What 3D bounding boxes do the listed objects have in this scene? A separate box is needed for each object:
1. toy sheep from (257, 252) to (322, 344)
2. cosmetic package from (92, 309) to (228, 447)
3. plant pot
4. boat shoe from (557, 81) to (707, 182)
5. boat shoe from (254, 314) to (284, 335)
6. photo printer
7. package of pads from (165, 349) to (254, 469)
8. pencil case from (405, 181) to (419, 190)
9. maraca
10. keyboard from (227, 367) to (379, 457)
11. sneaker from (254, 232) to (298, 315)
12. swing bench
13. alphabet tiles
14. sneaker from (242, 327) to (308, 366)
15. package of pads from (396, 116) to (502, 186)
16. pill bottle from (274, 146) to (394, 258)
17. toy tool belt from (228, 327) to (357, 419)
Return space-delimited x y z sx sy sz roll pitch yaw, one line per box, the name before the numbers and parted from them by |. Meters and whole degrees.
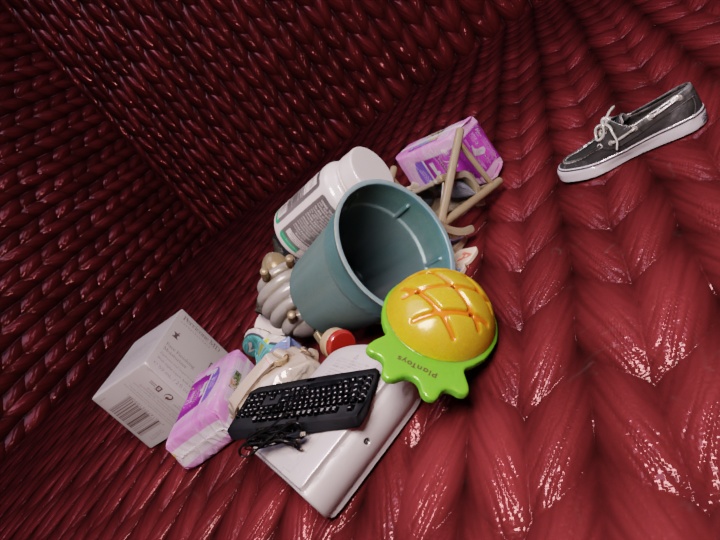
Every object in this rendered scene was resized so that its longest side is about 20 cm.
toy sheep | -0.116 0.052 0.911 0.138 0.200 0.138 -28 -17 -9
cosmetic package | -0.413 0.226 1.095 0.165 0.165 0.200 -33 21 19
plant pot | 0.000 0.000 0.763 0.196 0.200 0.200 -34 17 49
boat shoe | 0.366 -0.193 0.722 0.199 0.068 0.074 -21 26 43
boat shoe | -0.172 0.079 1.077 0.069 0.072 0.201 75 -159 -72
photo printer | -0.024 0.176 0.626 0.200 0.069 0.166 -48 23 -23
package of pads | -0.259 0.241 0.913 0.120 0.076 0.200 -34 20 12
pencil case | 0.072 -0.138 1.129 0.200 0.078 0.090 6 76 65
maraca | 0.085 0.068 0.583 0.200 0.137 0.107 -52 -22 -50
keyboard | -0.078 0.155 0.587 0.200 0.040 0.104 -17 33 30
sneaker | -0.164 0.019 1.013 0.114 0.200 0.076 -14 -9 -17
swing bench | 0.108 -0.111 0.903 0.199 0.130 0.200 -16 34 53
alphabet tiles | 0.097 0.012 0.852 0.200 0.015 0.195 -50 22 -28
sneaker | -0.170 0.156 0.935 0.200 0.077 0.080 0 54 55
package of pads | 0.173 -0.217 1.033 0.076 0.121 0.200 -49 21 -25
pill bottle | -0.045 -0.108 0.850 0.200 0.113 0.113 -33 19 38
toy tool belt | -0.104 0.154 0.748 0.200 0.125 0.123 -49 27 -16
